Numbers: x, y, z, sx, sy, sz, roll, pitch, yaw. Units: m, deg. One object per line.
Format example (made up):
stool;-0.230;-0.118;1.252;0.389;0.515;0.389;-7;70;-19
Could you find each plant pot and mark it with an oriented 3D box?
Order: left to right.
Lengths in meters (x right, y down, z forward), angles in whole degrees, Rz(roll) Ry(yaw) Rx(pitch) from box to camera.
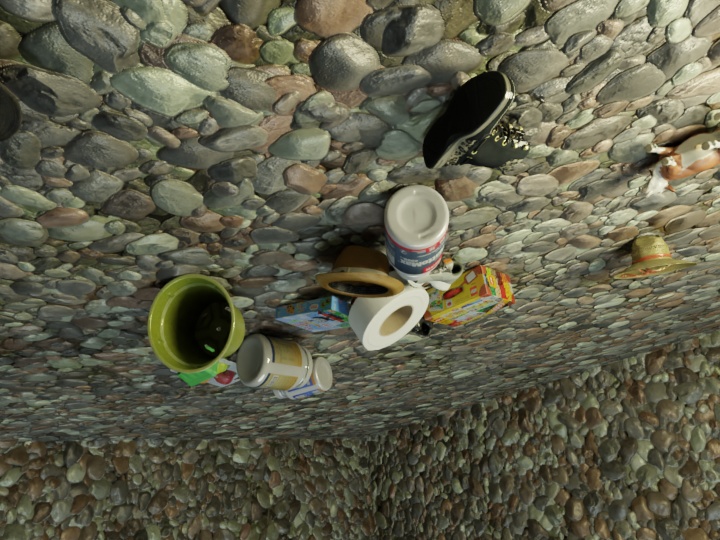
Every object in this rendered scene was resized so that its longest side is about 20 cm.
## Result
plant pot;-0.344;0.126;1.345;0.193;0.208;0.184;-11;169;6

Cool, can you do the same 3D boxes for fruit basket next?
fruit basket;-0.427;0.287;1.763;0.182;0.097;0.197;-25;147;34

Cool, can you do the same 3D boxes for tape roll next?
tape roll;0.068;0.096;1.441;0.198;0.071;0.205;-29;149;-19

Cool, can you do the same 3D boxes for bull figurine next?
bull figurine;0.573;-0.199;1.051;0.119;0.067;0.198;9;151;-43

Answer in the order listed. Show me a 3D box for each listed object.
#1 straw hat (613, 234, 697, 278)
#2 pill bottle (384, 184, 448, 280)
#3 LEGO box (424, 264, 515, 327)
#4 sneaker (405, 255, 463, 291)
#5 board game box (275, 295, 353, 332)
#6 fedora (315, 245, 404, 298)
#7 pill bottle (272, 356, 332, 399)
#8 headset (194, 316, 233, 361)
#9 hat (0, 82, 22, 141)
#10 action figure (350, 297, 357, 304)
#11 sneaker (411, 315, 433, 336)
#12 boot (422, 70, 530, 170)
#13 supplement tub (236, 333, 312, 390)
straw hat;0.696;-0.040;1.445;0.193;0.088;0.201;-5;170;-1
pill bottle;0.103;-0.060;1.137;0.115;0.124;0.201;-8;158;0
LEGO box;0.277;0.070;1.555;0.197;0.080;0.146;-28;151;38
sneaker;0.159;-0.007;1.358;0.196;0.076;0.079;7;144;-46
board game box;-0.097;0.113;1.520;0.195;0.038;0.149;-11;156;38
fedora;0.000;0.000;1.261;0.193;0.085;0.201;7;165;2
pill bottle;-0.200;0.370;2.033;0.195;0.116;0.111;-19;155;25
headset;-0.397;0.171;1.522;0.121;0.097;0.198;-21;154;29
hat;-0.457;-0.214;0.632;0.193;0.084;0.201;-3;164;-1
action figure;0.014;0.052;1.463;0.063;0.053;0.201;0;154;-8
sneaker;0.171;0.133;1.622;0.065;0.093;0.198;-23;164;26
boot;0.198;-0.212;0.886;0.149;0.076;0.203;0;160;-26
supplement tub;-0.246;0.269;1.736;0.142;0.149;0.197;-23;153;33
